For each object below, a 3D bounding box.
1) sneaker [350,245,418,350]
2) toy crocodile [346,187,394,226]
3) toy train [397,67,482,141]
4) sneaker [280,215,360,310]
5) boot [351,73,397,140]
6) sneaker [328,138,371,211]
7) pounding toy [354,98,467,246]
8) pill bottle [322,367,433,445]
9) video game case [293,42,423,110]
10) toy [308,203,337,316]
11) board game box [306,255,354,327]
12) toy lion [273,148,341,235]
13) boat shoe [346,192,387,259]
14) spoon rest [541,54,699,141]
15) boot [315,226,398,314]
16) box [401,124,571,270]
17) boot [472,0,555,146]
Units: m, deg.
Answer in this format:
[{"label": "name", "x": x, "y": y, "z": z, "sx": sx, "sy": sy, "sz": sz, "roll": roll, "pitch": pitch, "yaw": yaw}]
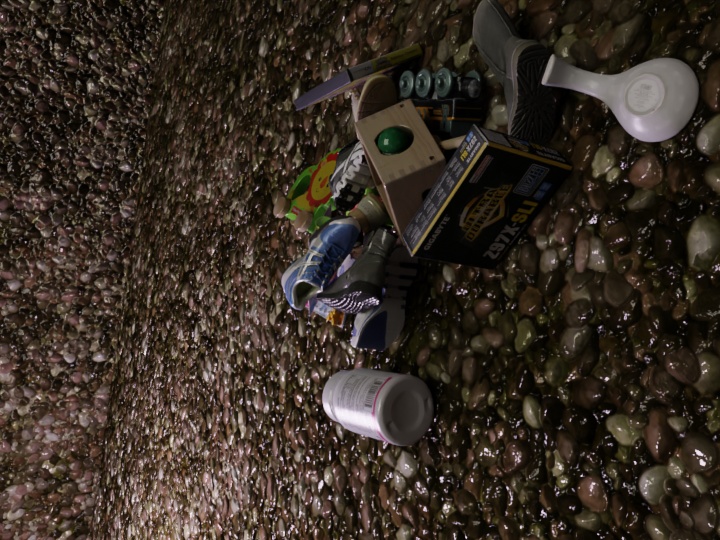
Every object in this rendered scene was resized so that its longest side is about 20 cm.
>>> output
[{"label": "sneaker", "x": 0.033, "y": 0.038, "z": 1.272, "sx": 0.115, "sy": 0.080, "sz": 0.200, "roll": 41, "pitch": 115, "yaw": 61}, {"label": "toy crocodile", "x": 0.024, "y": -0.121, "z": 1.321, "sx": 0.200, "sy": 0.061, "sz": 0.068, "roll": 12, "pitch": 93, "yaw": 59}, {"label": "toy train", "x": 0.128, "y": -0.275, "z": 1.176, "sx": 0.200, "sy": 0.085, "sz": 0.115, "roll": 21, "pitch": 111, "yaw": 58}, {"label": "sneaker", "x": -0.063, "y": -0.011, "z": 1.217, "sx": 0.200, "sy": 0.075, "sz": 0.077, "roll": -50, "pitch": 32, "yaw": 27}, {"label": "boot", "x": 0.021, "y": -0.307, "z": 1.303, "sx": 0.201, "sy": 0.072, "sz": 0.155, "roll": 93, "pitch": 173, "yaw": -50}, {"label": "sneaker", "x": 0.003, "y": -0.206, "z": 1.246, "sx": 0.200, "sy": 0.066, "sz": 0.091, "roll": -52, "pitch": 46, "yaw": 24}, {"label": "pounding toy", "x": 0.093, "y": -0.167, "z": 1.112, "sx": 0.200, "sy": 0.141, "sz": 0.185, "roll": 67, "pitch": 180, "yaw": -51}, {"label": "pill bottle", "x": 0.023, "y": 0.226, "z": 1.202, "sx": 0.200, "sy": 0.113, "sz": 0.114, "roll": -3, "pitch": 81, "yaw": 58}, {"label": "video game case", "x": -0.006, "y": -0.363, "z": 1.323, "sx": 0.200, "sy": 0.180, "sz": 0.026, "roll": -6, "pitch": 110, "yaw": 57}, {"label": "toy", "x": -0.061, "y": -0.014, "z": 1.331, "sx": 0.115, "sy": 0.047, "sz": 0.201, "roll": -64, "pitch": -19, "yaw": -44}, {"label": "board game box", "x": -0.073, "y": -0.003, "z": 1.486, "sx": 0.200, "sy": 0.026, "sz": 0.201, "roll": 23, "pitch": 104, "yaw": 57}, {"label": "toy lion", "x": -0.087, "y": -0.171, "z": 1.492, "sx": 0.192, "sy": 0.068, "sz": 0.200, "roll": -62, "pitch": 33, "yaw": 2}, {"label": "boat shoe", "x": -0.006, "y": -0.071, "z": 1.295, "sx": 0.074, "sy": 0.066, "sz": 0.200, "roll": 48, "pitch": 157, "yaw": 15}, {"label": "spoon rest", "x": 0.326, "y": -0.226, "z": 0.881, "sx": 0.200, "sy": 0.060, "sz": 0.100, "roll": 34, "pitch": 114, "yaw": 41}, {"label": "boot", "x": 0.000, "y": 0.000, "z": 1.219, "sx": 0.200, "sy": 0.067, "sz": 0.131, "roll": -18, "pitch": 49, "yaw": 60}, {"label": "box", "x": 0.174, "y": -0.094, "z": 0.985, "sx": 0.200, "sy": 0.159, "sz": 0.049, "roll": -57, "pitch": 41, "yaw": 33}, {"label": "boot", "x": 0.216, "y": -0.286, "z": 1.035, "sx": 0.200, "sy": 0.072, "sz": 0.183, "roll": -116, "pitch": 19, "yaw": -54}]
